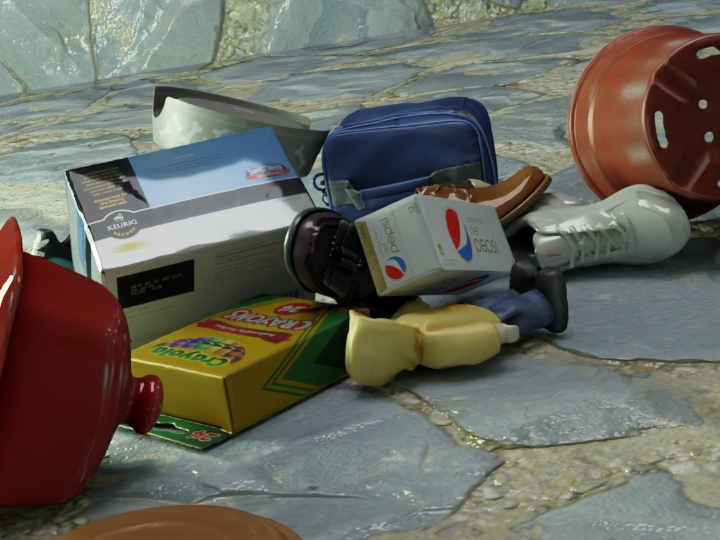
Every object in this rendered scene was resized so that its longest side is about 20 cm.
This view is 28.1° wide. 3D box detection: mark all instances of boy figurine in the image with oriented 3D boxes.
[{"bbox_3d":[0.068,0.043,1.165,0.199,0.065,0.124,-13,18,-29],"label":"boy figurine"}]

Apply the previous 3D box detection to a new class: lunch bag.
[{"bbox_3d":[0.047,-0.106,1.553,0.199,0.136,0.132,-8,15,10],"label":"lunch bag"}]

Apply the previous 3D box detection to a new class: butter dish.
[{"bbox_3d":[-0.212,0.082,1.016,0.147,0.200,0.200,12,10,-17],"label":"butter dish"}]

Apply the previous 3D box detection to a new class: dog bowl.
[{"bbox_3d":[-0.135,-0.150,1.570,0.199,0.059,0.200,14,11,-3],"label":"dog bowl"}]

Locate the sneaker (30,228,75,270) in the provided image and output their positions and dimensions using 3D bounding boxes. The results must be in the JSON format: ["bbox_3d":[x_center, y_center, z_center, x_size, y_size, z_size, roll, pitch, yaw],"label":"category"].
[{"bbox_3d":[-0.240,-0.009,1.411,0.071,0.080,0.200,4,5,36],"label":"sneaker"}]

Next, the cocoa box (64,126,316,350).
[{"bbox_3d":[-0.151,-0.024,1.290,0.199,0.134,0.131,-14,50,-19],"label":"cocoa box"}]

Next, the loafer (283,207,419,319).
[{"bbox_3d":[0.000,0.000,1.209,0.063,0.072,0.200,15,-11,24],"label":"loafer"}]

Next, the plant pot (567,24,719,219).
[{"bbox_3d":[0.314,-0.141,1.367,0.200,0.202,0.195,-9,4,-3],"label":"plant pot"}]

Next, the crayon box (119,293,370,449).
[{"bbox_3d":[-0.099,0.076,1.152,0.127,0.051,0.200,7,22,40],"label":"crayon box"}]

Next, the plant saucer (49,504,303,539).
[{"bbox_3d":[-0.126,0.183,0.829,0.199,0.032,0.200,-7,16,2],"label":"plant saucer"}]

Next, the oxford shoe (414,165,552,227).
[{"bbox_3d":[0.092,-0.058,1.383,0.200,0.071,0.071,-28,7,-9],"label":"oxford shoe"}]

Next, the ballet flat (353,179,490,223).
[{"bbox_3d":[0.059,-0.040,1.450,0.200,0.067,0.057,-24,14,-24],"label":"ballet flat"}]

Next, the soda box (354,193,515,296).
[{"bbox_3d":[0.069,-0.019,1.239,0.064,0.068,0.200,-22,-9,21],"label":"soda box"}]

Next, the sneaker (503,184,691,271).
[{"bbox_3d":[0.211,-0.026,1.340,0.200,0.078,0.099,-4,20,46],"label":"sneaker"}]
